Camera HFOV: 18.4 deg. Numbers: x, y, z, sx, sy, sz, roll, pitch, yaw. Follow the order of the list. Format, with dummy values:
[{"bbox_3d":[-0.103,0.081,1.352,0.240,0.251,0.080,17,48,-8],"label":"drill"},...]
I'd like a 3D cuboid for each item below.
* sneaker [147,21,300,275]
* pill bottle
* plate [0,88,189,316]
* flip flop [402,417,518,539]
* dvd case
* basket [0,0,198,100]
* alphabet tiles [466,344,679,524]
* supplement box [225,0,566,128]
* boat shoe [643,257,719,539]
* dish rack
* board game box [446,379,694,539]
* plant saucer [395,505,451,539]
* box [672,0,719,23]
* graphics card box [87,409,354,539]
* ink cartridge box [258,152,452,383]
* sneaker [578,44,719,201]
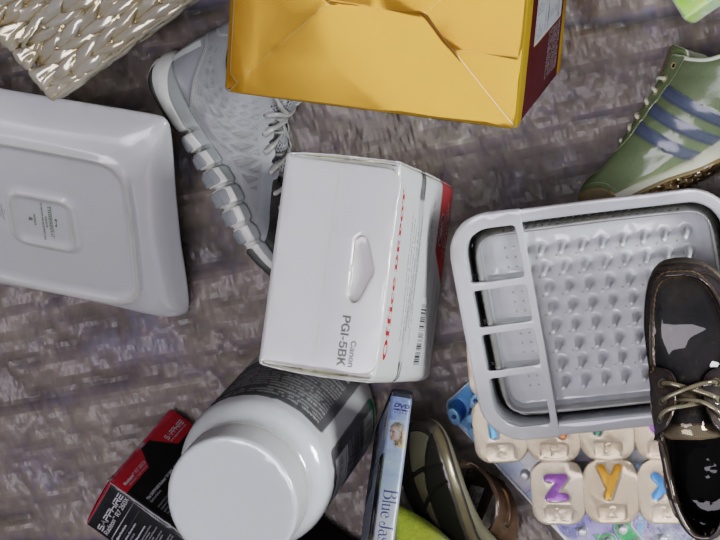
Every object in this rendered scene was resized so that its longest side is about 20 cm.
[{"bbox_3d":[-0.060,-0.092,1.613,0.115,0.075,0.201,-32,94,18],"label":"sneaker"},{"bbox_3d":[-0.064,0.131,1.607,0.112,0.200,0.114,4,106,14],"label":"pill bottle"},{"bbox_3d":[-0.230,-0.045,1.644,0.198,0.032,0.201,11,137,12],"label":"plate"},{"bbox_3d":[0.093,0.189,1.656,0.057,0.081,0.201,-39,107,-21],"label":"flip flop"},{"bbox_3d":[0.011,0.197,1.594,0.017,0.143,0.202,8,74,-2],"label":"dvd case"},{"bbox_3d":[-0.170,-0.227,1.574,0.199,0.136,0.124,-32,99,20],"label":"basket"},{"bbox_3d":[0.177,0.089,1.604,0.198,0.015,0.198,-2,104,15],"label":"alphabet tiles"},{"bbox_3d":[0.032,-0.192,1.493,0.195,0.200,0.134,8,107,12],"label":"supplement box"},{"bbox_3d":[0.232,0.091,1.500,0.074,0.073,0.202,-8,110,15],"label":"boat shoe"},{"bbox_3d":[0.172,0.026,1.551,0.198,0.044,0.173,-6,109,16],"label":"dish rack"},{"bbox_3d":[0.194,0.113,1.628,0.200,0.026,0.200,47,110,-1],"label":"board game box"},{"bbox_3d":[0.064,0.298,1.609,0.047,0.200,0.202,-9,117,2],"label":"plant saucer"},{"bbox_3d":[0.263,-0.280,1.479,0.199,0.036,0.145,-35,79,21],"label":"box"},{"bbox_3d":[-0.095,0.202,1.673,0.199,0.126,0.051,34,118,3],"label":"graphics card box"},{"bbox_3d":[0.000,0.000,1.538,0.082,0.200,0.148,8,89,13],"label":"ink cartridge box"},{"bbox_3d":[0.229,-0.111,1.543,0.199,0.067,0.091,-27,79,27],"label":"sneaker"}]
